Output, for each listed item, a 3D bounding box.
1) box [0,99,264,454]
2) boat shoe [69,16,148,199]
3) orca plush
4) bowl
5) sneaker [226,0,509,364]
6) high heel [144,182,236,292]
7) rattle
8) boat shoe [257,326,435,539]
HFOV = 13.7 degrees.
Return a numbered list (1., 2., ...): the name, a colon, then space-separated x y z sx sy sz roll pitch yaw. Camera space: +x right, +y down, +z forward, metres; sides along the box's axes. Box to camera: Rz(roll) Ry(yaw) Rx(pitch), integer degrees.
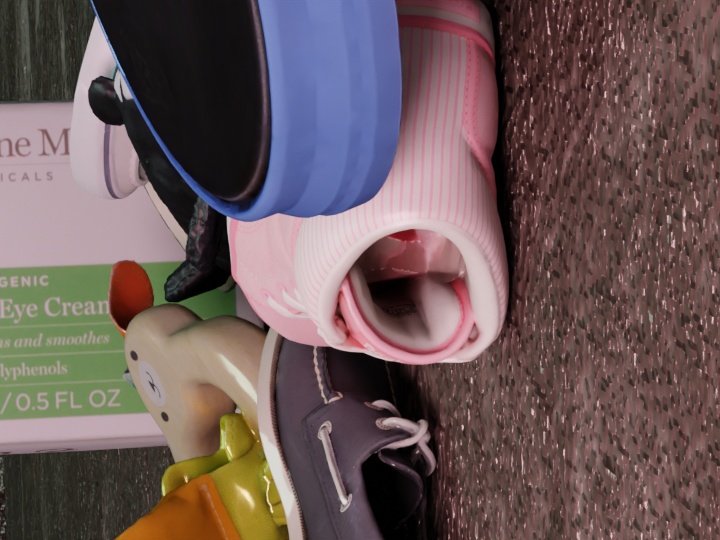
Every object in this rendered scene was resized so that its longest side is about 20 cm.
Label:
1. box: -0.159 0.005 1.501 0.200 0.198 0.172 166 102 -77
2. boat shoe: -0.069 -0.112 1.287 0.200 0.066 0.072 -70 -12 21
3. orca plush: -0.072 -0.030 1.253 0.200 0.105 0.071 106 179 -61
4. bowl: -0.048 -0.109 0.887 0.201 0.039 0.201 161 90 -72
5. sneaker: 0.000 0.000 0.999 0.200 0.075 0.105 114 157 -58
6. high heel: -0.068 -0.098 1.412 0.143 0.071 0.201 -67 -30 -78
7. rattle: -0.094 0.080 1.229 0.200 0.143 0.130 39 162 37
8. boat shoe: 0.009 0.082 1.077 0.063 0.073 0.200 -31 43 27
